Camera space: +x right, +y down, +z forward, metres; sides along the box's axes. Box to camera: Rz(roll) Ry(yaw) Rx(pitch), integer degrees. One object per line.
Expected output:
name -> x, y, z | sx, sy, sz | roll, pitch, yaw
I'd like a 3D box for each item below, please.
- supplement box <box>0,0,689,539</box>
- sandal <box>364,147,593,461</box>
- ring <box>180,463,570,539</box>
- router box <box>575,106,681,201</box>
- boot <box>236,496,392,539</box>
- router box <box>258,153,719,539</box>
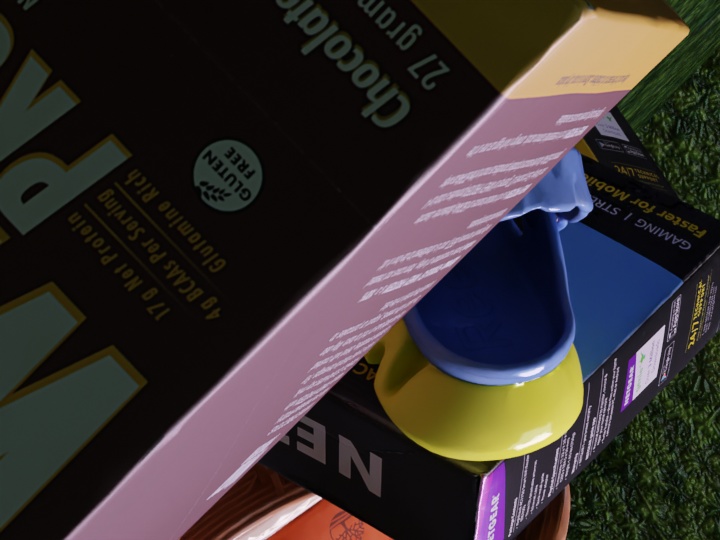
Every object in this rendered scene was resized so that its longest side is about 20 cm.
supplement box -> -0.056, -0.027, 0.489 | 0.200, 0.133, 0.197 | -45, 175, 12
sandal -> 0.016, -0.042, 0.711 | 0.079, 0.200, 0.087 | -13, 138, -25
ring -> -0.024, 0.104, 0.774 | 0.200, 0.019, 0.201 | -26, -157, 12
router box -> 0.023, -0.018, 1.007 | 0.052, 0.158, 0.200 | 8, 133, -50
boot -> -0.051, 0.144, 0.892 | 0.200, 0.108, 0.075 | -36, -168, -16
router box -> 0.000, 0.000, 0.779 | 0.149, 0.199, 0.051 | -40, 145, -39
